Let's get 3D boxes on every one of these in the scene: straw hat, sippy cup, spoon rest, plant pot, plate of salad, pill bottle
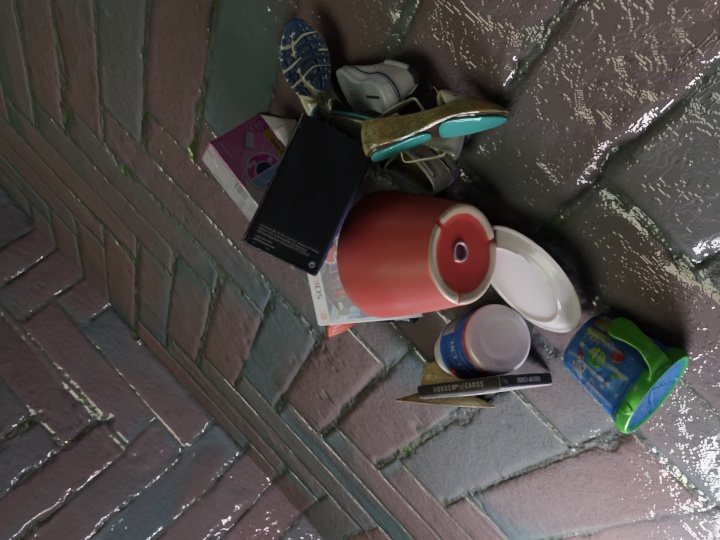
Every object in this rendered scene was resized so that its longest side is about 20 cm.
[{"bbox_3d":[0.164,0.217,1.364,0.200,0.200,0.086,-10,73,56],"label":"straw hat"},{"bbox_3d":[0.363,0.134,0.986,0.130,0.139,0.179,41,127,33],"label":"sippy cup"},{"bbox_3d":[-0.157,-0.250,1.312,0.100,0.060,0.200,62,161,-18],"label":"spoon rest"},{"bbox_3d":[0.091,-0.025,1.044,0.177,0.200,0.201,1,125,52],"label":"plant pot"},{"bbox_3d":[0.252,0.008,1.051,0.200,0.048,0.200,43,160,20],"label":"plate of salad"},{"bbox_3d":[0.196,0.128,1.190,0.112,0.112,0.200,48,162,2],"label":"pill bottle"}]

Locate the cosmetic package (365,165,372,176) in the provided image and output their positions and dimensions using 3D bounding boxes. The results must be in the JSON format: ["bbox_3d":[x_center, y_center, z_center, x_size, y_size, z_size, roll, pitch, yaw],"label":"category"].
[{"bbox_3d":[-0.077,-0.177,1.258,0.106,0.071,0.200,57,149,-12],"label":"cosmetic package"}]

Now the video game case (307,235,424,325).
[{"bbox_3d":[0.000,0.000,1.209,0.198,0.023,0.184,-7,104,20],"label":"video game case"}]

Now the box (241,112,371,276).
[{"bbox_3d":[-0.078,-0.106,1.054,0.122,0.200,0.200,24,180,-6],"label":"box"}]

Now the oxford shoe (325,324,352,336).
[{"bbox_3d":[-0.040,0.052,1.337,0.073,0.071,0.201,54,149,29],"label":"oxford shoe"}]

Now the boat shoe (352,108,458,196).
[{"bbox_3d":[0.048,-0.179,1.079,0.202,0.086,0.075,40,149,14],"label":"boat shoe"}]

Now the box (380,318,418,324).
[{"bbox_3d":[0.030,0.022,1.340,0.199,0.079,0.142,-3,125,54],"label":"box"}]

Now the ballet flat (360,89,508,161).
[{"bbox_3d":[0.095,-0.204,0.935,0.071,0.198,0.071,-15,-90,-84],"label":"ballet flat"}]

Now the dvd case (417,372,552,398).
[{"bbox_3d":[0.209,0.190,1.161,0.149,0.199,0.025,-15,76,35],"label":"dvd case"}]

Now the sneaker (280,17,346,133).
[{"bbox_3d":[-0.079,-0.301,1.106,0.085,0.077,0.201,-114,4,-53],"label":"sneaker"}]

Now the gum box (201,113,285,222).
[{"bbox_3d":[-0.166,-0.154,1.216,0.201,0.113,0.066,53,149,-3],"label":"gum box"}]

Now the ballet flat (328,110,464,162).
[{"bbox_3d":[0.048,-0.189,1.006,0.198,0.067,0.064,7,100,7],"label":"ballet flat"}]

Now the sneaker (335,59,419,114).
[{"bbox_3d":[0.025,-0.271,1.027,0.200,0.070,0.073,41,159,59],"label":"sneaker"}]
